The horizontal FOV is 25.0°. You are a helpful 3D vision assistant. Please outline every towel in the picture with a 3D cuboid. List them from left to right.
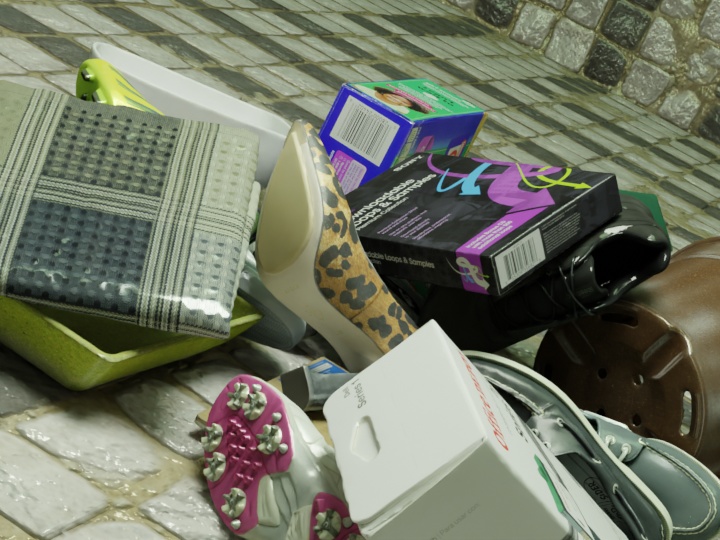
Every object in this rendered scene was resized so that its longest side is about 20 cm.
[{"bbox_3d":[-0.162,-0.040,1.033,0.191,0.035,0.201,11,40,-4],"label":"towel"}]

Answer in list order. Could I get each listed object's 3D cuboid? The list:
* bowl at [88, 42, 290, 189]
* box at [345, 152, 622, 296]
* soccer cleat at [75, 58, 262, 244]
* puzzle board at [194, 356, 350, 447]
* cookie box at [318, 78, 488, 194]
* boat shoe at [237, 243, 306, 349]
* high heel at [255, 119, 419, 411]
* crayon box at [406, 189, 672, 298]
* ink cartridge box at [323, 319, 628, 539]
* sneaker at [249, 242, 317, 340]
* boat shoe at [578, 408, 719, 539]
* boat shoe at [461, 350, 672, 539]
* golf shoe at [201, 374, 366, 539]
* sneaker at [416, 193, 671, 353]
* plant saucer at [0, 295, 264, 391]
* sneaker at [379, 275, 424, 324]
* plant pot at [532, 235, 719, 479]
[{"bbox_3d":[-0.159,-0.129,1.452,0.198,0.075,0.200,21,7,-14],"label":"bowl"},{"bbox_3d":[0.068,-0.038,1.180,0.199,0.036,0.143,8,32,46],"label":"box"},{"bbox_3d":[-0.139,-0.079,1.154,0.083,0.065,0.200,-16,52,-35],"label":"soccer cleat"},{"bbox_3d":[-0.005,0.118,1.079,0.150,0.018,0.200,29,17,16],"label":"puzzle board"},{"bbox_3d":[0.016,-0.077,1.415,0.075,0.172,0.200,32,19,15],"label":"cookie box"},{"bbox_3d":[-0.111,-0.020,1.182,0.199,0.074,0.067,33,61,16],"label":"boat shoe"},{"bbox_3d":[0.000,0.000,1.126,0.142,0.202,0.071,3,-9,-44],"label":"high heel"},{"bbox_3d":[0.126,-0.008,1.336,0.172,0.199,0.059,5,65,-49],"label":"crayon box"},{"bbox_3d":[0.079,0.143,0.880,0.200,0.084,0.146,48,8,-24],"label":"ink cartridge box"},{"bbox_3d":[-0.088,-0.013,1.260,0.200,0.077,0.088,38,13,30],"label":"sneaker"},{"bbox_3d":[0.164,0.138,1.147,0.199,0.073,0.062,26,2,28],"label":"boat shoe"},{"bbox_3d":[0.124,0.135,1.093,0.199,0.074,0.066,46,26,0],"label":"boat shoe"},{"bbox_3d":[-0.024,0.137,0.927,0.091,0.076,0.200,25,19,-42],"label":"golf shoe"},{"bbox_3d":[0.131,0.009,1.162,0.076,0.199,0.091,61,-2,-19],"label":"sneaker"},{"bbox_3d":[-0.193,0.013,1.069,0.199,0.048,0.200,31,18,18],"label":"plant saucer"},{"bbox_3d":[-0.008,0.008,1.244,0.200,0.075,0.115,36,0,30],"label":"sneaker"},{"bbox_3d":[0.246,0.084,1.260,0.200,0.202,0.197,36,29,31],"label":"plant pot"}]
